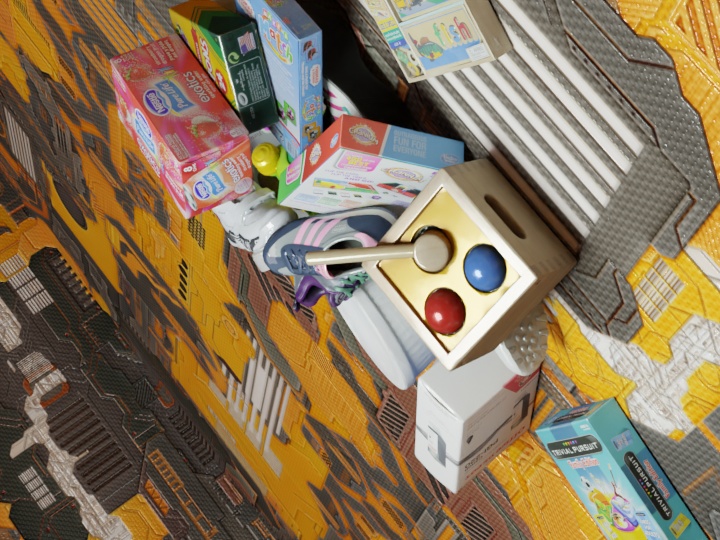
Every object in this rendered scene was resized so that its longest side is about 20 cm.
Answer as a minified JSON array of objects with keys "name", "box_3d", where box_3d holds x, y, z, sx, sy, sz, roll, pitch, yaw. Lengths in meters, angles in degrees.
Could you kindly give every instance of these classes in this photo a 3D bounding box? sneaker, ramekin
[{"name":"sneaker","box_3d":[-0.153,-0.091,1.856,0.116,0.075,0.200,57,164,-13]},{"name":"sneaker","box_3d":[-0.027,-0.212,1.709,0.201,0.083,0.121,53,150,4]},{"name":"ramekin","box_3d":[0.037,0.048,1.896,0.203,0.094,0.203,53,171,13]},{"name":"sneaker","box_3d":[0.148,0.030,1.662,0.080,0.076,0.202,-29,83,52]},{"name":"sneaker","box_3d":[-0.047,-0.021,1.708,0.198,0.082,0.071,-15,119,35]},{"name":"sneaker","box_3d":[0.000,0.000,1.773,0.198,0.089,0.074,-14,155,36]}]

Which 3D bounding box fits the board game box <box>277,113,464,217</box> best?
[{"name":"board game box","box_3d":[0.009,-0.110,1.654,0.200,0.151,0.041,146,131,-61]}]

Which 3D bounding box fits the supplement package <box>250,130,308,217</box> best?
[{"name":"supplement package","box_3d":[-0.128,-0.144,1.987,0.201,0.113,0.109,61,158,-18]}]

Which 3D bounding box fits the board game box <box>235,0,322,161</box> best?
[{"name":"board game box","box_3d":[-0.095,-0.240,1.677,0.152,0.036,0.201,51,156,32]}]

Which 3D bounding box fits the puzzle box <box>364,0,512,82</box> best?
[{"name":"puzzle box","box_3d":[0.070,-0.267,1.476,0.134,0.025,0.200,61,160,-12]}]

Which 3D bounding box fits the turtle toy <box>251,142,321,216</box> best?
[{"name":"turtle toy","box_3d":[-0.041,-0.107,1.852,0.200,0.101,0.146,47,-178,35]}]

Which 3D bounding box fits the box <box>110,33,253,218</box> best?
[{"name":"box","box_3d":[-0.213,-0.173,1.707,0.201,0.095,0.100,54,157,32]}]

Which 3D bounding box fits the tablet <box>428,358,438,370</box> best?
[{"name":"tablet","box_3d":[0.112,0.145,1.859,0.014,0.131,0.201,28,154,17]}]

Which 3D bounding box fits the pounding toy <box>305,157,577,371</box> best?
[{"name":"pounding toy","box_3d":[0.084,-0.011,1.551,0.200,0.142,0.184,50,122,15]}]

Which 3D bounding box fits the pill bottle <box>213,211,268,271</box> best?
[{"name":"pill bottle","box_3d":[-0.164,-0.104,2.133,0.201,0.112,0.112,60,160,-9]}]

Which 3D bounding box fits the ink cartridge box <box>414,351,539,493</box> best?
[{"name":"ink cartridge box","box_3d":[0.144,0.169,1.799,0.085,0.145,0.201,43,157,23]}]

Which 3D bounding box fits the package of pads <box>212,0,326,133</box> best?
[{"name":"package of pads","box_3d":[-0.120,-0.275,1.834,0.201,0.068,0.154,61,159,-15]}]

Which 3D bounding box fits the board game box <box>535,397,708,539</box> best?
[{"name":"board game box","box_3d":[0.306,0.254,1.705,0.201,0.047,0.151,56,160,0]}]

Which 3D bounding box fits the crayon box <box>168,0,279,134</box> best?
[{"name":"crayon box","box_3d":[-0.172,-0.251,1.730,0.200,0.050,0.128,37,146,56]}]
